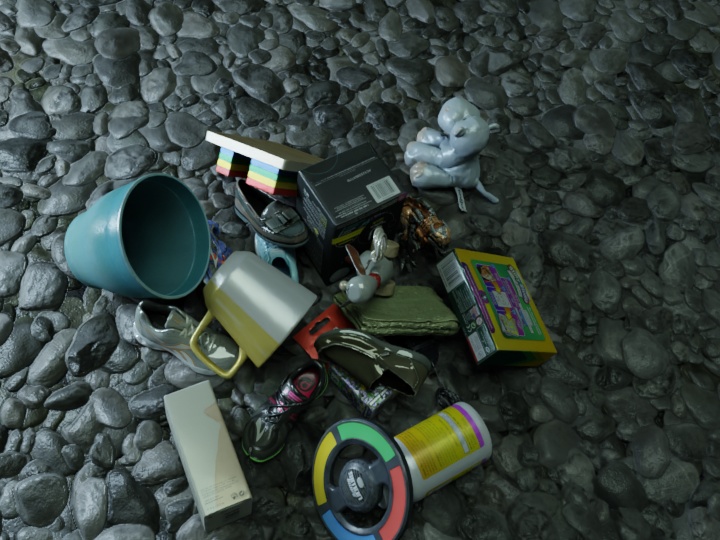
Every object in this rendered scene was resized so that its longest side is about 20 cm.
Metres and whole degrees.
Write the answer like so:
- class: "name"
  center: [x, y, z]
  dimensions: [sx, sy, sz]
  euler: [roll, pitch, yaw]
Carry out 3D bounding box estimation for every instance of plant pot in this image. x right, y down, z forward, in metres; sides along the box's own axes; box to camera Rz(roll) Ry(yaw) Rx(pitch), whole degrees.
- class: "plant pot"
  center: [-0.385, -0.046, 1.392]
  dimensions: [0.185, 0.200, 0.203]
  euler: [-7, 51, 33]

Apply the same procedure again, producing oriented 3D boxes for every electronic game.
- class: "electronic game"
  center: [-0.001, 0.324, 1.257]
  dimensions: [0.041, 0.200, 0.202]
  euler: [2, 51, -48]

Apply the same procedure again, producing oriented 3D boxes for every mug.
- class: "mug"
  center: [-0.182, 0.062, 1.347]
  dimensions: [0.153, 0.149, 0.187]
  euler: [41, 52, -4]

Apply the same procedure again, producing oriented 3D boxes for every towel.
- class: "towel"
  center: [0.063, 0.070, 1.447]
  dimensions: [0.196, 0.037, 0.149]
  euler: [-1, 26, -21]

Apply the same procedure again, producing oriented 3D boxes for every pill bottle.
- class: "pill bottle"
  center: [0.104, 0.296, 1.327]
  dimensions: [0.197, 0.105, 0.105]
  euler: [-24, 65, -21]

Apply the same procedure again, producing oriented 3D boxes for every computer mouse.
- class: "computer mouse"
  center: [0.125, 0.176, 1.449]
  dimensions: [0.058, 0.034, 0.202]
  euler: [-14, 66, -35]

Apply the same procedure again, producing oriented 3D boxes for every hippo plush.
- class: "hippo plush"
  center: [0.177, -0.237, 1.619]
  dimensions: [0.157, 0.162, 0.202]
  euler: [-16, 63, -17]

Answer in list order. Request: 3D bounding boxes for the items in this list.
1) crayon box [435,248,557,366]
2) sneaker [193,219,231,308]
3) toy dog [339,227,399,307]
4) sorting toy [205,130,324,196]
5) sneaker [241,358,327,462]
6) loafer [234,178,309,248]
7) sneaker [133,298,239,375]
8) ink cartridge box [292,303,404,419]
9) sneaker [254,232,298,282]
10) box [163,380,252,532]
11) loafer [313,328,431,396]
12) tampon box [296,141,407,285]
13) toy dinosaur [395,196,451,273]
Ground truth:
- class: "crayon box"
  center: [0.238, 0.067, 1.465]
  dimensions: [0.171, 0.058, 0.203]
  euler: [8, 52, -43]
- class: "sneaker"
  center: [-0.261, -0.015, 1.478]
  dimensions: [0.077, 0.076, 0.203]
  euler: [-13, 64, -19]
- class: "toy dog"
  center: [0.000, 0.000, 1.389]
  dimensions: [0.095, 0.200, 0.135]
  euler: [10, 85, 15]
- class: "sorting toy"
  center: [-0.154, -0.186, 1.527]
  dimensions: [0.198, 0.071, 0.197]
  euler: [23, 14, 32]
- class: "sneaker"
  center: [-0.125, 0.217, 1.352]
  dimensions: [0.076, 0.084, 0.201]
  euler: [30, 60, 11]
- class: "loafer"
  center: [-0.168, -0.104, 1.499]
  dimensions: [0.071, 0.064, 0.199]
  euler: [-31, 43, -29]
- class: "sneaker"
  center: [-0.289, 0.108, 1.388]
  dimensions: [0.197, 0.092, 0.077]
  euler: [18, 58, 2]
- class: "ink cartridge box"
  center: [-0.013, 0.144, 1.431]
  dimensions: [0.108, 0.051, 0.200]
  euler: [-37, 71, -25]
- class: "sneaker"
  center: [-0.144, -0.021, 1.491]
  dimensions: [0.073, 0.082, 0.203]
  euler: [-10, 60, -15]
- class: "box"
  center: [-0.237, 0.285, 1.291]
  dimensions: [0.077, 0.095, 0.202]
  euler: [-17, 65, -18]
- class: "loafer"
  center: [0.017, 0.152, 1.357]
  dimensions: [0.196, 0.076, 0.071]
  euler: [14, 54, 1]
- class: "tampon box"
  center: [-0.023, -0.098, 1.485]
  dimensions: [0.148, 0.201, 0.127]
  euler: [-26, 66, -20]
- class: "toy dinosaur"
  center: [0.110, -0.082, 1.521]
  dimensions: [0.100, 0.138, 0.201]
  euler: [-9, 35, -1]
